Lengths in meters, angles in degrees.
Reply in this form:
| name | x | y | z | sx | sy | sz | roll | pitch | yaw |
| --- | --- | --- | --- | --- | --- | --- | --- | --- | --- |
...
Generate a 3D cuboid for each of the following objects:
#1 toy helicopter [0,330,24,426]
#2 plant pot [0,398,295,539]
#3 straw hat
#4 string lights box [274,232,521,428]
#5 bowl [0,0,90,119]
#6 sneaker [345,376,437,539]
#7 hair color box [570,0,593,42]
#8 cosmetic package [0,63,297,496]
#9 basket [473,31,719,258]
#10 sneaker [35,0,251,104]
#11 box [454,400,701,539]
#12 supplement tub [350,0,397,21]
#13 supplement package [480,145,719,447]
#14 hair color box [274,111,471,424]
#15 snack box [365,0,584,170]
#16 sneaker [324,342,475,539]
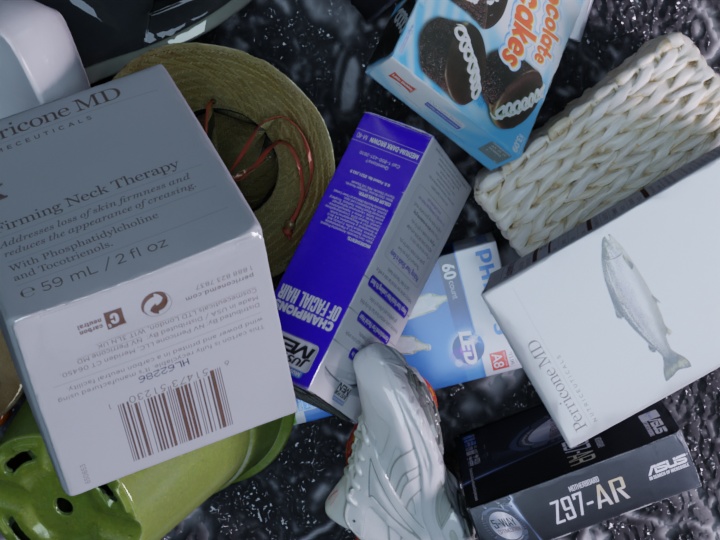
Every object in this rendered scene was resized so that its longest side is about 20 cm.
| name | x | y | z | sx | sy | sz | roll | pitch | yaw |
| --- | --- | --- | --- | --- | --- | --- | --- | --- | --- |
| toy helicopter | -0.344 | 0.042 | 1.393 | 0.200 | 0.079 | 0.133 | 25 | 99 | 3 |
| plant pot | -0.174 | 0.123 | 1.308 | 0.200 | 0.190 | 0.200 | 11 | 122 | 18 |
| straw hat | -0.098 | -0.084 | 1.359 | 0.201 | 0.085 | 0.202 | 6 | 107 | 19 |
| string lights box | 0.018 | 0.046 | 1.393 | 0.200 | 0.059 | 0.103 | -15 | 97 | 3 |
| bowl | -0.266 | -0.127 | 1.310 | 0.199 | 0.075 | 0.200 | 16 | 137 | 33 |
| sneaker | 0.033 | 0.162 | 1.392 | 0.073 | 0.077 | 0.200 | 19 | 121 | 26 |
| hair color box | 0.145 | -0.280 | 1.341 | 0.099 | 0.061 | 0.200 | 17 | 98 | -1 |
| cosmetic package | -0.160 | 0.004 | 1.190 | 0.167 | 0.200 | 0.167 | -21 | 133 | -12 |
| basket | 0.200 | -0.057 | 1.309 | 0.198 | 0.200 | 0.161 | -38 | 91 | 7 |
| sneaker | -0.180 | -0.207 | 1.349 | 0.200 | 0.075 | 0.106 | -23 | 101 | 6 |
| box | 0.154 | 0.140 | 1.334 | 0.160 | 0.200 | 0.044 | -21 | 99 | 5 |
| supplement tub | -0.030 | -0.280 | 1.321 | 0.107 | 0.107 | 0.200 | -39 | 96 | 6 |
| supplement package | 0.192 | 0.010 | 1.157 | 0.200 | 0.117 | 0.117 | -31 | 91 | 9 |
| hair color box | 0.000 | 0.000 | 1.299 | 0.065 | 0.109 | 0.200 | 21 | 80 | 24 |
| snack box | 0.090 | -0.182 | 1.239 | 0.116 | 0.037 | 0.200 | 35 | 59 | -21 |
| sneaker | 0.017 | 0.146 | 1.292 | 0.099 | 0.078 | 0.200 | -15 | 115 | 7 |
